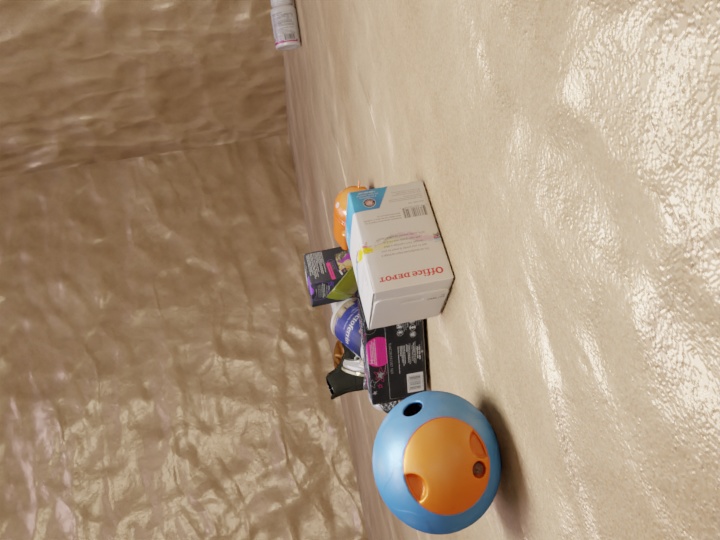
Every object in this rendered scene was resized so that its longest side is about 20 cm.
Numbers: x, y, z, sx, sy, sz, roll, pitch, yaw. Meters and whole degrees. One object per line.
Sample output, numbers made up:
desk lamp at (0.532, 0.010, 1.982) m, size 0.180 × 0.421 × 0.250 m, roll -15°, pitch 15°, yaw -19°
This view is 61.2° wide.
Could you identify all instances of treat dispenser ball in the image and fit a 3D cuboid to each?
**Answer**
treat dispenser ball at (0.115, 0.289, 0.924) m, size 0.201 × 0.194 × 0.208 m, roll 170°, pitch 90°, yaw -81°

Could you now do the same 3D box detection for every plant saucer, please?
plant saucer at (0.000, 0.000, 1.542) m, size 0.048 × 0.201 × 0.200 m, roll 40°, pitch 170°, yaw -1°

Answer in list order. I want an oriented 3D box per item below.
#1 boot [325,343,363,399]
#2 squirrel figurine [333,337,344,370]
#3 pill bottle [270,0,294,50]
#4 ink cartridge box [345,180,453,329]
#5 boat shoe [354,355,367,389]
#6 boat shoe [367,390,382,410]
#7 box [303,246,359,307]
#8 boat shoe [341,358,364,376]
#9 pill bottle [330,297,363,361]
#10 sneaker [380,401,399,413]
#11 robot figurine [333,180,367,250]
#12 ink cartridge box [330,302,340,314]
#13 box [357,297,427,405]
boot at (-0.056, 0.272, 1.786) m, size 0.079 × 0.135 × 0.202 m, roll 92°, pitch 156°, yaw -44°
squirrel figurine at (-0.023, 0.213, 1.961) m, size 0.189 × 0.137 × 0.204 m, roll 104°, pitch 153°, yaw -54°
pill bottle at (-0.318, -1.043, 2.559) m, size 0.113 × 0.110 × 0.207 m, roll -143°, pitch 44°, yaw -77°
ink cartridge box at (0.063, -0.026, 1.096) m, size 0.147 × 0.142 × 0.205 m, roll 97°, pitch 161°, yaw -61°
boat shoe at (0.013, 0.239, 1.687) m, size 0.074 × 0.061 × 0.204 m, roll 86°, pitch 170°, yaw -52°
boat shoe at (0.047, 0.327, 1.812) m, size 0.202 × 0.071 × 0.067 m, roll -114°, pitch 12°, yaw -55°
box at (-0.055, 0.010, 1.719) m, size 0.124 × 0.194 × 0.108 m, roll 93°, pitch 164°, yaw -55°
boat shoe at (0.035, 0.240, 1.576) m, size 0.195 × 0.074 × 0.071 m, roll 2°, pitch 90°, yaw 37°
pill bottle at (0.023, 0.159, 1.487) m, size 0.199 × 0.114 × 0.119 m, roll 33°, pitch 138°, yaw 44°
sneaker at (0.075, 0.314, 1.710) m, size 0.083 × 0.070 × 0.203 m, roll 54°, pitch -166°, yaw -47°
robot figurine at (-0.014, -0.136, 1.575) m, size 0.117 × 0.141 × 0.202 m, roll 51°, pitch 157°, yaw 27°
ink cartridge box at (-0.037, 0.059, 1.899) m, size 0.203 × 0.121 × 0.131 m, roll -110°, pitch 13°, yaw -45°
box at (0.069, 0.161, 1.306) m, size 0.115 × 0.128 × 0.206 m, roll -112°, pitch 15°, yaw -66°
